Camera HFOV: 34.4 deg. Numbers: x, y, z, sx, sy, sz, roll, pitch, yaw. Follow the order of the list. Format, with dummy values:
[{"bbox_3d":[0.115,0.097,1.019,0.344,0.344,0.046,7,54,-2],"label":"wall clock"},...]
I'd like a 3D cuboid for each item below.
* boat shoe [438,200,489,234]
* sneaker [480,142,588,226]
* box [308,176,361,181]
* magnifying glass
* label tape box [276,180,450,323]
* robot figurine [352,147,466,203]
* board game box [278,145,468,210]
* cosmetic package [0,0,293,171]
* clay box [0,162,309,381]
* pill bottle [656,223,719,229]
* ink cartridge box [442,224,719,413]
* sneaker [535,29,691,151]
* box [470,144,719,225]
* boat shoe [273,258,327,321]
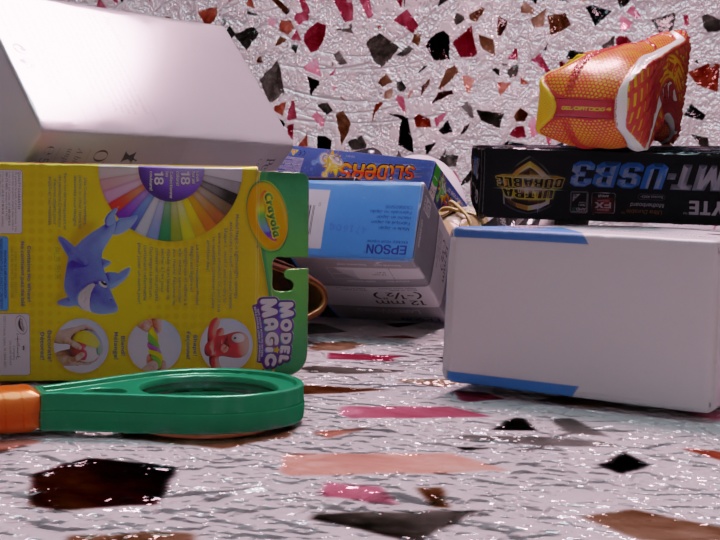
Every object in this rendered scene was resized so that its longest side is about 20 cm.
[{"bbox_3d":[0.086,-0.027,1.044,0.074,0.067,0.199,32,7,33],"label":"boat shoe"},{"bbox_3d":[0.127,-0.035,0.928,0.086,0.076,0.201,-3,39,25],"label":"sneaker"},{"bbox_3d":[-0.047,-0.031,1.105,0.198,0.080,0.141,4,-17,39],"label":"box"},{"bbox_3d":[-0.118,0.059,0.501,0.197,0.023,0.079,1,4,-24],"label":"magnifying glass"},{"bbox_3d":[0.000,0.000,0.913,0.141,0.067,0.200,2,-23,17],"label":"label tape box"},{"bbox_3d":[0.021,-0.057,1.275,0.198,0.127,0.149,-12,-10,32],"label":"robot figurine"},{"bbox_3d":[0.002,-0.073,1.134,0.197,0.035,0.135,9,-17,27],"label":"board game box"},{"bbox_3d":[-0.187,-0.062,0.777,0.198,0.124,0.200,-5,-35,-48],"label":"cosmetic package"},{"bbox_3d":[-0.128,0.000,0.635,0.196,0.117,0.048,1,5,-10],"label":"clay box"},{"bbox_3d":[0.339,-0.016,0.986,0.111,0.115,0.200,0,4,-15],"label":"pill bottle"},{"bbox_3d":[0.152,0.018,0.657,0.143,0.086,0.199,4,4,29],"label":"ink cartridge box"},{"bbox_3d":[0.159,-0.114,0.715,0.076,0.074,0.199,9,11,25],"label":"sneaker"},{"bbox_3d":[0.173,-0.061,0.783,0.196,0.051,0.199,2,6,3],"label":"box"},{"bbox_3d":[-0.097,0.014,0.745,0.067,0.073,0.199,1,1,36],"label":"boat shoe"}]
